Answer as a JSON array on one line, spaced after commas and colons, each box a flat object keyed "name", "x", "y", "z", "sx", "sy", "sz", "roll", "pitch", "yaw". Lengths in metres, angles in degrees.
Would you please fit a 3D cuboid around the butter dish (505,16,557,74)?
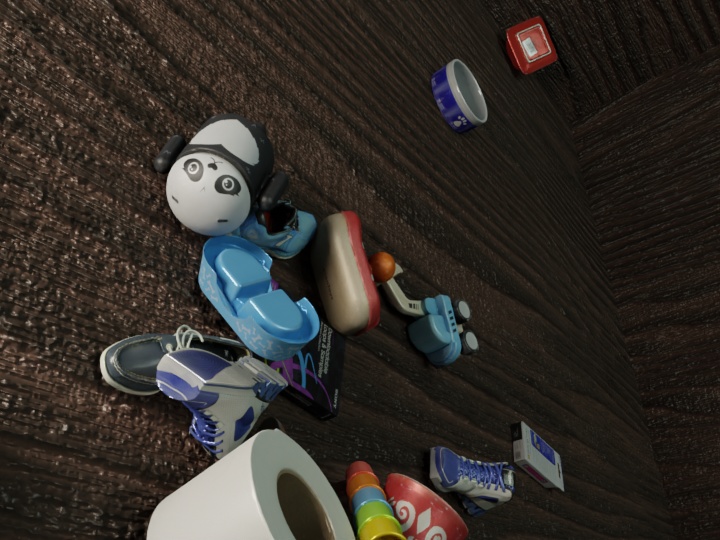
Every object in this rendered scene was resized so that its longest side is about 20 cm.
[{"name": "butter dish", "x": 0.691, "y": -0.925, "z": 2.782, "sx": 0.197, "sy": 0.147, "sz": 0.203, "roll": -27, "pitch": 95, "yaw": -18}]

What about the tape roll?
[{"name": "tape roll", "x": -0.107, "y": 0.294, "z": 0.701, "sx": 0.204, "sy": 0.138, "sz": 0.203, "roll": 53, "pitch": 8, "yaw": -11}]

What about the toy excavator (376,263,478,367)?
[{"name": "toy excavator", "x": 0.123, "y": 0.087, "z": 1.305, "sx": 0.198, "sy": 0.099, "sz": 0.199, "roll": 10, "pitch": 61, "yaw": -44}]

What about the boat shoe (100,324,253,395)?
[{"name": "boat shoe", "x": -0.213, "y": 0.109, "z": 0.797, "sx": 0.198, "sy": 0.061, "sz": 0.077, "roll": 16, "pitch": 58, "yaw": -52}]

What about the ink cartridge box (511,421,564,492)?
[{"name": "ink cartridge box", "x": 0.422, "y": 0.445, "z": 1.571, "sx": 0.199, "sy": 0.037, "sz": 0.096, "roll": 40, "pitch": 39, "yaw": -33}]

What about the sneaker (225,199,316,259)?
[{"name": "sneaker", "x": -0.120, "y": -0.066, "z": 1.025, "sx": 0.199, "sy": 0.089, "sz": 0.080, "roll": -13, "pitch": 80, "yaw": -61}]

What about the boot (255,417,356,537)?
[{"name": "boot", "x": -0.060, "y": 0.295, "z": 0.906, "sx": 0.198, "sy": 0.063, "sz": 0.191, "roll": 12, "pitch": 73, "yaw": -50}]

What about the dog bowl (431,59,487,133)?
[{"name": "dog bowl", "x": 0.293, "y": -0.511, "z": 1.954, "sx": 0.199, "sy": 0.078, "sz": 0.204, "roll": 35, "pitch": 43, "yaw": -40}]

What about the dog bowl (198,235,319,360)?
[{"name": "dog bowl", "x": -0.142, "y": 0.038, "z": 0.893, "sx": 0.200, "sy": 0.050, "sz": 0.111, "roll": 47, "pitch": 32, "yaw": 18}]

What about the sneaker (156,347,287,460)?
[{"name": "sneaker", "x": -0.164, "y": 0.163, "z": 0.764, "sx": 0.117, "sy": 0.080, "sz": 0.199, "roll": -61, "pitch": 156, "yaw": 0}]

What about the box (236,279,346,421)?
[{"name": "box", "x": -0.098, "y": 0.116, "z": 0.992, "sx": 0.200, "sy": 0.036, "sz": 0.145, "roll": 42, "pitch": 39, "yaw": -36}]

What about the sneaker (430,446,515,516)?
[{"name": "sneaker", "x": 0.217, "y": 0.375, "z": 1.213, "sx": 0.199, "sy": 0.114, "sz": 0.082, "roll": 44, "pitch": 35, "yaw": -33}]

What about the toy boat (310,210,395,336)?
[{"name": "toy boat", "x": 0.000, "y": 0.000, "z": 1.100, "sx": 0.128, "sy": 0.130, "sz": 0.204, "roll": -12, "pitch": 79, "yaw": -28}]

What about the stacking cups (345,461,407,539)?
[{"name": "stacking cups", "x": 0.011, "y": 0.300, "z": 0.839, "sx": 0.061, "sy": 0.060, "sz": 0.200, "roll": 55, "pitch": -2, "yaw": -17}]

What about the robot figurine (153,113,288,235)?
[{"name": "robot figurine", "x": -0.192, "y": -0.140, "z": 0.930, "sx": 0.126, "sy": 0.147, "sz": 0.202, "roll": 61, "pitch": 29, "yaw": -32}]

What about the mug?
[{"name": "mug", "x": 0.042, "y": 0.410, "z": 0.893, "sx": 0.201, "sy": 0.132, "sz": 0.179, "roll": -50, "pitch": 147, "yaw": -29}]
